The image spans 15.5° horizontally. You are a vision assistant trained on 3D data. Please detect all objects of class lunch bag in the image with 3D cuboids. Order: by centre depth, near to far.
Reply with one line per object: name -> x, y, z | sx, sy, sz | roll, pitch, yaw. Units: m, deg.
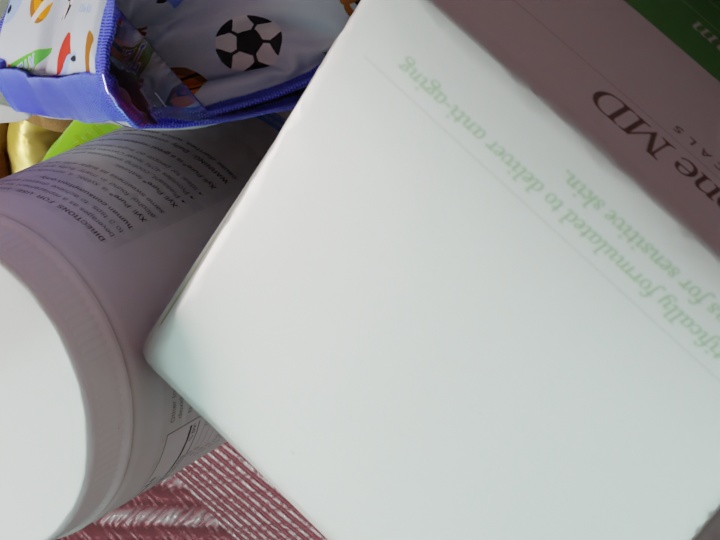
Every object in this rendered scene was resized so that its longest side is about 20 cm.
lunch bag -> -0.043, -0.126, 0.995 | 0.124, 0.200, 0.170 | 50, 166, -18

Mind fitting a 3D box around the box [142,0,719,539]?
box -> 0.074, 0.005, 0.915 | 0.199, 0.171, 0.200 | 43, 128, 13

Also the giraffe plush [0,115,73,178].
giraffe plush -> -0.174, -0.129, 1.561 | 0.162, 0.172, 0.201 | 143, 117, -73

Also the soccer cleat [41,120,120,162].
soccer cleat -> -0.113, -0.023, 1.236 | 0.068, 0.081, 0.200 | 44, 167, 19

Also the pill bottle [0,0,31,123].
pill bottle -> -0.192, -0.175, 1.241 | 0.113, 0.201, 0.113 | 4, 174, 0

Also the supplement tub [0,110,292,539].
supplement tub -> -0.091, 0.014, 1.024 | 0.132, 0.200, 0.132 | 13, 114, 32
